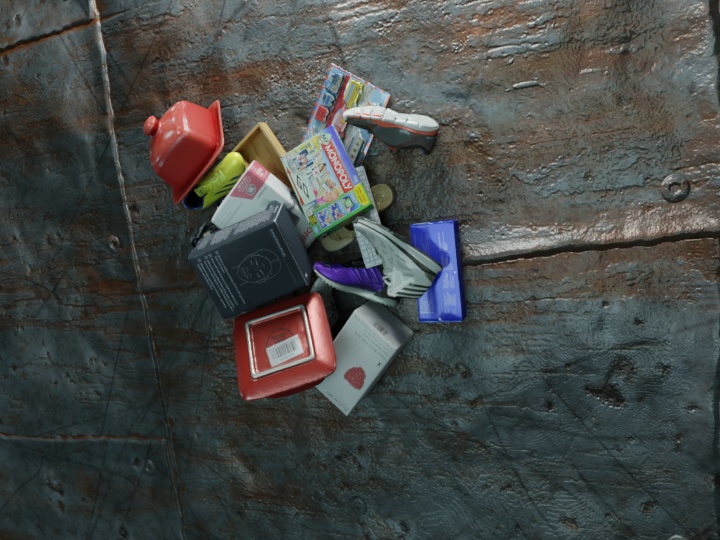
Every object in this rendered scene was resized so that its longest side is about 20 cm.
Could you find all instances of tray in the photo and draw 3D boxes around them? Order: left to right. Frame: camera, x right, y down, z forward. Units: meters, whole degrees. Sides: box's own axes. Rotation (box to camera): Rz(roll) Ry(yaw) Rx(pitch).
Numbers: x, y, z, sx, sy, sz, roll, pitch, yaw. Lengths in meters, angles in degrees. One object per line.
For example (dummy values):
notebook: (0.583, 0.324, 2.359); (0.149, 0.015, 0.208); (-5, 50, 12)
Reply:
tray: (-0.194, -0.217, 1.331); (0.098, 0.037, 0.202); (-37, 86, 25)

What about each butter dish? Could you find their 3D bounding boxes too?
butter dish: (-0.407, -0.288, 1.314); (0.200, 0.147, 0.202); (-42, 42, 25)
butter dish: (-0.145, 0.177, 1.217); (0.196, 0.149, 0.202); (-17, 52, 1)

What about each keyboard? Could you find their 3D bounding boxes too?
keyboard: (0.009, -0.109, 1.221); (0.055, 0.011, 0.204); (-17, 86, 3)

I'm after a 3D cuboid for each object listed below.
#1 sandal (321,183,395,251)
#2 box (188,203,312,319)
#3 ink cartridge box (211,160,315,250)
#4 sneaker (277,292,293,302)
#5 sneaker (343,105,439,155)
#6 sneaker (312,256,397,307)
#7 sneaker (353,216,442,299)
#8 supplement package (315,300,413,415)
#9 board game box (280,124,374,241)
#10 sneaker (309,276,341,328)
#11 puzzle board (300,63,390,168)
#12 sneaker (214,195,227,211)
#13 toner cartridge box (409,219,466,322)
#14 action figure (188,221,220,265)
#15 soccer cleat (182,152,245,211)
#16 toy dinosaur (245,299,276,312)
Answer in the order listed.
sandal: (-0.022, -0.111, 1.258); (0.210, 0.069, 0.078); (-36, 85, 25)
box: (-0.217, -0.019, 1.201); (0.197, 0.108, 0.150); (-21, 112, 11)
ink cartridge box: (-0.194, -0.108, 1.267); (0.199, 0.085, 0.146); (37, 107, -16)
sneaker: (-0.201, 0.138, 1.366); (0.074, 0.104, 0.205); (6, 103, 18)
sneaker: (0.055, -0.272, 1.188); (0.196, 0.077, 0.083); (16, 123, 14)
sneaker: (0.000, 0.000, 1.251); (0.196, 0.070, 0.101); (19, 95, -11)
sneaker: (0.052, -0.015, 1.170); (0.199, 0.076, 0.117); (34, 94, 4)
supplement package: (0.001, 0.184, 1.278); (0.121, 0.119, 0.202); (38, 113, 11)
board game box: (-0.070, -0.181, 1.219); (0.133, 0.029, 0.203); (-29, 70, 10)
sneaker: (-0.076, 0.084, 1.331); (0.080, 0.075, 0.204); (14, 111, 4)
puzzle board: (-0.039, -0.307, 1.256); (0.149, 0.017, 0.203); (31, 111, 15)
sneaker: (-0.248, -0.097, 1.348); (0.199, 0.087, 0.077); (36, 112, 13)
toner cartridge box: (0.159, 0.002, 1.216); (0.093, 0.043, 0.205); (-2, 99, 25)
action figure: (-0.333, -0.033, 1.413); (0.198, 0.069, 0.132); (33, 118, 18)
soccer cleat: (-0.334, -0.195, 1.354); (0.199, 0.083, 0.065); (-34, 86, 37)
toy dinosaur: (-0.206, 0.067, 1.291); (0.196, 0.047, 0.090); (12, 87, 5)
